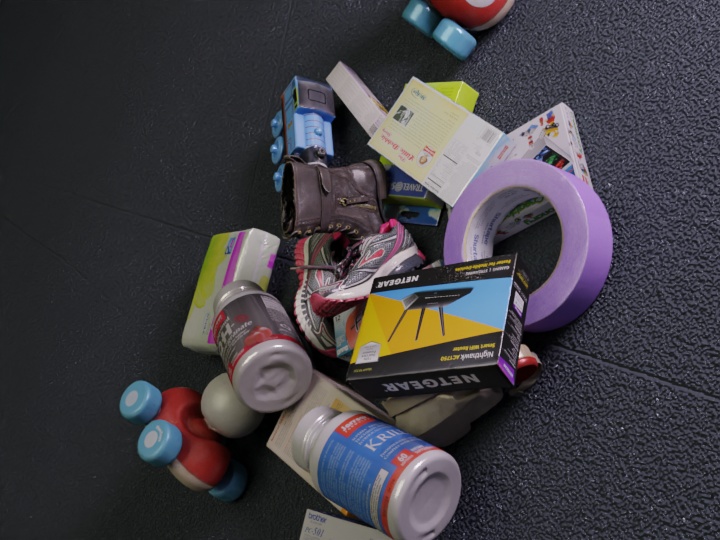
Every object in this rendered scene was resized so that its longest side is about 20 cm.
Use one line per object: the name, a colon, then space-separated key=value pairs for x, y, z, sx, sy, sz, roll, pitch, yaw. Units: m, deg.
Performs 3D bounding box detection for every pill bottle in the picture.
pill bottle: x=-0.145 y=0.097 z=1.380 sx=0.111 sy=0.110 sz=0.200 roll=-53 pitch=34 yaw=13
pill bottle: x=0.011 y=0.229 z=1.146 sx=0.199 sy=0.112 sz=0.113 roll=19 pitch=85 yaw=44

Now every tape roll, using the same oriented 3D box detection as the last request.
tape roll: x=0.198 y=-0.029 z=1.187 sx=0.199 sy=0.065 sz=0.202 roll=-7 pitch=79 yaw=40

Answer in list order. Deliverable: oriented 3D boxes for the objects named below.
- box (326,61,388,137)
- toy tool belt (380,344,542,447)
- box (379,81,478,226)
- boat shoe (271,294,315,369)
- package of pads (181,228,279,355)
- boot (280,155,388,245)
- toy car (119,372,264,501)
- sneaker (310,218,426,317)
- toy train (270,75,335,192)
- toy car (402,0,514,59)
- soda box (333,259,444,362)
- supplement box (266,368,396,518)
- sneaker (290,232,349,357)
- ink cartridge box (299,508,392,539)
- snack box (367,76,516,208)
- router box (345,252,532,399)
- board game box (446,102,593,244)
box: x=0.006 y=-0.259 z=1.545 sx=0.042 sy=0.039 sz=0.200 roll=-49 pitch=44 yaw=15
toy tool belt: x=0.110 y=0.118 z=1.197 sx=0.200 sy=0.124 sz=0.124 roll=-41 pitch=55 yaw=24
box: x=0.086 y=-0.169 z=1.415 sx=0.121 sy=0.047 sz=0.202 roll=8 pitch=77 yaw=48
boat shoe: x=-0.107 y=0.124 z=1.468 sx=0.074 sy=0.065 sz=0.203 roll=-37 pitch=52 yaw=6
package of pads: x=-0.211 y=0.037 z=1.585 sx=0.154 sy=0.068 sz=0.202 roll=-4 pitch=67 yaw=58
boot: x=-0.038 y=-0.063 z=1.363 sx=0.069 sy=0.173 sz=0.202 roll=0 pitch=99 yaw=48
toy car: x=-0.211 y=0.203 z=1.453 sx=0.200 sy=0.184 sz=0.177 roll=-45 pitch=43 yaw=3
sneaker: x=0.000 y=0.000 z=1.314 sx=0.080 sy=0.199 sz=0.075 roll=-29 pitch=93 yaw=46
toy train: x=-0.089 y=-0.203 z=1.563 sx=0.114 sy=0.086 sz=0.202 roll=-48 pitch=39 yaw=49
toy car: x=0.111 y=-0.438 z=1.392 sx=0.185 sy=0.199 sz=0.177 roll=-54 pitch=43 yaw=12
soda box: x=0.055 y=0.061 z=1.316 sx=0.199 sy=0.068 sz=0.064 roll=-30 pitch=52 yaw=34
supplement box: x=-0.025 y=0.229 z=1.314 sx=0.199 sy=0.073 sz=0.127 roll=30 pitch=93 yaw=49
sneaker: x=-0.049 y=0.028 z=1.424 sx=0.074 sy=0.080 sz=0.202 roll=-22 pitch=58 yaw=25
ink cartridge box: x=0.026 y=0.335 z=1.197 sx=0.199 sy=0.094 sz=0.045 roll=2 pitch=72 yaw=46
snack box: x=0.105 y=-0.171 z=1.335 sx=0.117 sy=0.037 sz=0.200 roll=-54 pitch=48 yaw=7
router box: x=0.091 y=0.066 z=1.139 sx=0.198 sy=0.051 sz=0.150 roll=-11 pitch=48 yaw=34
board game box: x=0.198 y=-0.114 z=1.281 sx=0.199 sy=0.034 sz=0.127 roll=-28 pitch=54 yaw=34
